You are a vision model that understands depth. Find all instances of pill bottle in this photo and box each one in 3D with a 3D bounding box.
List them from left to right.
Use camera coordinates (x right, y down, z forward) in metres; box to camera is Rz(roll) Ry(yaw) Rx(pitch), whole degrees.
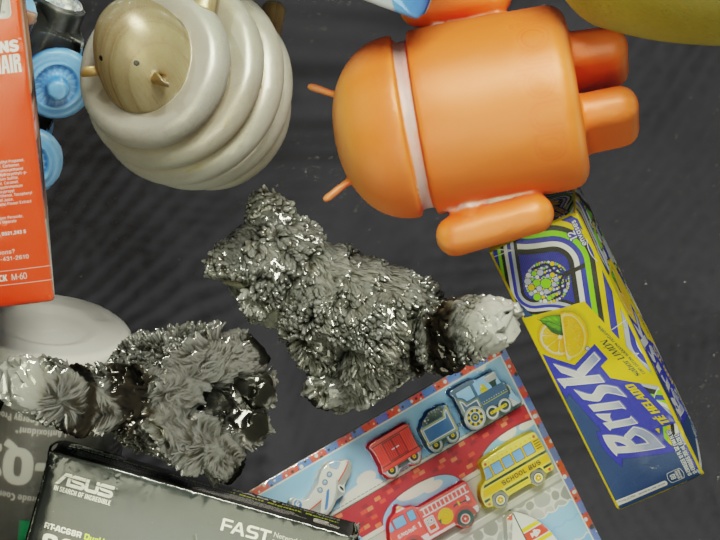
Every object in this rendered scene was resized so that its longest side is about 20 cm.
[{"bbox_3d":[-0.211,0.126,1.593,0.112,0.113,0.201,7,111,-1],"label":"pill bottle"}]

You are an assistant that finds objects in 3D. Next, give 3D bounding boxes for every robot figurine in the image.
[{"bbox_3d":[0.069,-0.098,1.501,0.198,0.117,0.145,-11,113,4],"label":"robot figurine"}]

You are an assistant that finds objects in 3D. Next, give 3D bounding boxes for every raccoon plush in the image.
[{"bbox_3d":[-0.141,0.060,1.508,0.199,0.134,0.097,23,87,-27],"label":"raccoon plush"},{"bbox_3d":[0.000,0.000,1.521,0.199,0.097,0.134,-24,115,41],"label":"raccoon plush"}]

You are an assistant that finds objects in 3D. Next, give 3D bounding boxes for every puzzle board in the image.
[{"bbox_3d":[0.045,0.162,1.588,0.199,0.017,0.151,-29,94,-16],"label":"puzzle board"}]

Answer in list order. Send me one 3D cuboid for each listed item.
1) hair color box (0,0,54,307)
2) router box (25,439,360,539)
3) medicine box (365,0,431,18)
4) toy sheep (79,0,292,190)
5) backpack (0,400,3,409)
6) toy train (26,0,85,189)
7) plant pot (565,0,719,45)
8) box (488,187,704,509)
[{"bbox_3d":[-0.217,-0.091,1.416,0.063,0.111,0.202,-7,112,-6],"label":"hair color box"},{"bbox_3d":[-0.113,0.203,1.500,0.198,0.062,0.151,15,93,0],"label":"router box"},{"bbox_3d":[-0.023,-0.274,1.440,0.199,0.103,0.183,20,110,-5],"label":"medicine box"},{"bbox_3d":[-0.100,-0.113,1.476,0.137,0.200,0.139,-8,71,25],"label":"toy sheep"},{"bbox_3d":[-0.320,0.065,1.483,0.200,0.127,0.167,44,137,-11],"label":"backpack"},{"bbox_3d":[-0.241,-0.089,1.515,0.114,0.087,0.201,17,112,-22],"label":"toy train"},{"bbox_3d":[0.186,-0.212,1.430,0.141,0.200,0.201,-19,112,34],"label":"plant pot"},{"bbox_3d":[0.152,0.048,1.577,0.064,0.070,0.201,-24,108,13],"label":"box"}]
